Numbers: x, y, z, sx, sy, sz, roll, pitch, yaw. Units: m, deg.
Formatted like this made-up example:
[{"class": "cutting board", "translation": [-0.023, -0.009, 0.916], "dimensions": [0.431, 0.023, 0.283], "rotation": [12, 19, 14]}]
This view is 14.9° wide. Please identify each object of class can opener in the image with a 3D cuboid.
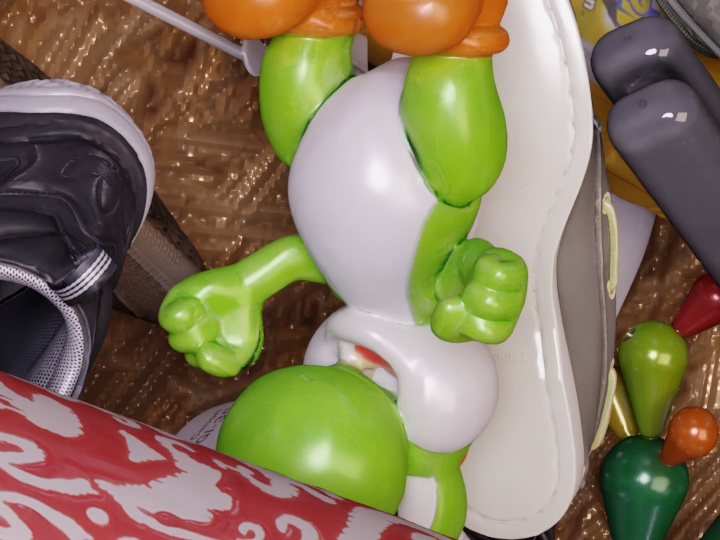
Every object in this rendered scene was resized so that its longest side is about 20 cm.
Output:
[{"class": "can opener", "translation": [0.146, -0.026, 0.955], "dimensions": [0.200, 0.067, 0.054], "rotation": [45, 28, -51]}]

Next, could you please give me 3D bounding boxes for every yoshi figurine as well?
[{"class": "yoshi figurine", "translation": [-0.004, 0.006, 0.834], "dimensions": [0.111, 0.112, 0.201], "rotation": [-7, 112, -10]}]

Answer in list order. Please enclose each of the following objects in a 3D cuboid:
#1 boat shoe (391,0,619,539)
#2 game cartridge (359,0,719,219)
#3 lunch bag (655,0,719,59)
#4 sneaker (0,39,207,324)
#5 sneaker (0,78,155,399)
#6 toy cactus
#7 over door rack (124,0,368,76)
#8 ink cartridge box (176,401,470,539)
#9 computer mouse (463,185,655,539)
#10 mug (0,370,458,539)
[{"class": "boat shoe", "translation": [0.050, -0.015, 0.921], "dimensions": [0.060, 0.072, 0.203], "rotation": [-37, 126, -65]}, {"class": "game cartridge", "translation": [0.088, -0.125, 0.989], "dimensions": [0.199, 0.032, 0.178], "rotation": [24, 71, -34]}, {"class": "lunch bag", "translation": [0.191, -0.146, 0.962], "dimensions": [0.199, 0.168, 0.140], "rotation": [-29, 154, -39]}, {"class": "sneaker", "translation": [-0.132, -0.035, 0.874], "dimensions": [0.075, 0.071, 0.200], "rotation": [-42, 124, 7]}, {"class": "sneaker", "translation": [-0.145, 0.030, 0.797], "dimensions": [0.200, 0.114, 0.076], "rotation": [-37, 113, 14]}, {"class": "toy cactus", "translation": [0.128, 0.112, 1.068], "dimensions": [0.164, 0.102, 0.201], "rotation": [-33, 120, -3]}, {"class": "over door rack", "translation": [-0.082, -0.144, 0.854], "dimensions": [0.199, 0.066, 0.149], "rotation": [14, 71, -48]}, {"class": "ink cartridge box", "translation": [-0.011, 0.158, 0.925], "dimensions": [0.200, 0.083, 0.147], "rotation": [54, 50, -15]}, {"class": "computer mouse", "translation": [0.061, 0.015, 1.016], "dimensions": [0.109, 0.044, 0.201], "rotation": [27, 84, -34]}, {"class": "mug", "translation": [-0.057, 0.121, 0.709], "dimensions": [0.199, 0.133, 0.179], "rotation": [26, 54, -26]}]
